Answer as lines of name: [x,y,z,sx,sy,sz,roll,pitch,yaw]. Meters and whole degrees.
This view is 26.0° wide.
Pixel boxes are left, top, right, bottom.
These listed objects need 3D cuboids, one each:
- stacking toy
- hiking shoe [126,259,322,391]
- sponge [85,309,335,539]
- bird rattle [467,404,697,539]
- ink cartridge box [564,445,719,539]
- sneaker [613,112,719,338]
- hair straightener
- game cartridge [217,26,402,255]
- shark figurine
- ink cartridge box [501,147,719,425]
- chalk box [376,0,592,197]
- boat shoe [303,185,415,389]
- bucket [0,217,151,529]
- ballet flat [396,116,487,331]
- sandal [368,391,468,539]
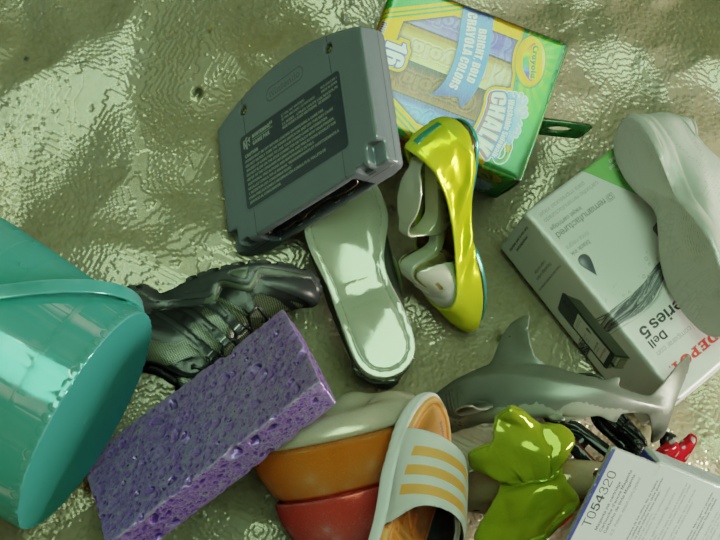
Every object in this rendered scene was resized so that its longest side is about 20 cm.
stacking toy: [-0.006,0.200,1.198,0.144,0.146,0.203,-12,91,-16]
hiking shoe: [-0.122,0.055,1.247,0.198,0.076,0.102,-12,80,-6]
sponge: [-0.116,0.122,1.162,0.199,0.112,0.030,-37,123,3]
bird rattle: [0.157,0.162,1.207,0.198,0.162,0.114,-1,79,-34]
ink cartridge box: [0.204,0.233,1.133,0.198,0.043,0.198,23,98,-27]
sneaker: [0.285,-0.045,1.274,0.088,0.075,0.202,-8,69,-28]
hair straightener: [0.225,0.154,1.289,0.077,0.041,0.200,-43,76,-5]
game cartridge: [-0.044,-0.109,1.259,0.041,0.199,0.135,14,61,-37]
shark figurine: [0.149,0.081,1.213,0.212,0.128,0.091,-2,74,13]
ink cartridge box: [0.241,0.006,1.325,0.145,0.084,0.201,-35,79,-22]
chalk box: [0.095,-0.141,1.318,0.198,0.124,0.125,21,84,-2]
boat shoe: [-0.003,0.001,1.291,0.071,0.060,0.204,-14,71,-5]
bucket: [-0.251,0.076,1.123,0.134,0.208,0.208,28,66,8]
ballet flat: [0.060,-0.028,1.255,0.067,0.202,0.067,-27,40,-31]
sandal: [0.046,0.190,1.120,0.059,0.079,0.209,0,59,32]
